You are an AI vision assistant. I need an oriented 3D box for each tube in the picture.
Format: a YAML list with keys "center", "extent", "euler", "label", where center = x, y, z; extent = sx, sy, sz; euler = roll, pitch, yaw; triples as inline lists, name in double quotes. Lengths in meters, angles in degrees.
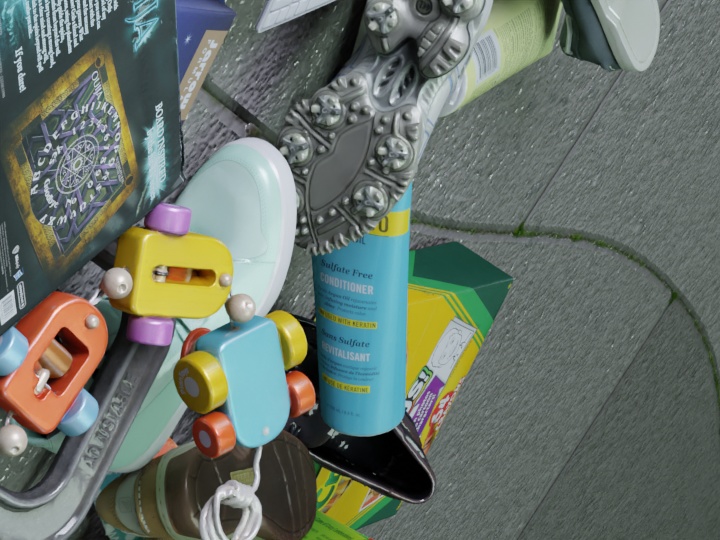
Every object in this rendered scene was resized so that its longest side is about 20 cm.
- center: [0.000, 0.000, 1.508]
  extent: [0.050, 0.077, 0.201]
  euler: [-49, 144, -51]
  label: "tube"
- center: [0.085, -0.146, 1.621]
  extent: [0.058, 0.052, 0.200]
  euler: [-31, -178, 36]
  label: "tube"

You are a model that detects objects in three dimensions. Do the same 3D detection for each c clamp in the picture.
- center: [-0.171, 0.054, 1.275]
  extent: [0.171, 0.027, 0.201]
  euler: [45, 67, -38]
  label: "c clamp"

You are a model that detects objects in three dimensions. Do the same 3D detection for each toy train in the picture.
- center: [-0.109, 0.050, 1.289]
  extent: [0.200, 0.055, 0.151]
  euler: [42, 71, -42]
  label: "toy train"

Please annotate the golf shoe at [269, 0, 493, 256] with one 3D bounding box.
- center: [0.020, -0.096, 1.413]
  extent: [0.200, 0.078, 0.097]
  euler: [-56, 173, 24]
  label: "golf shoe"

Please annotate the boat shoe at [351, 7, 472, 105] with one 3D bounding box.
- center: [0.026, -0.116, 1.497]
  extent: [0.075, 0.062, 0.201]
  euler: [-14, 134, -62]
  label: "boat shoe"

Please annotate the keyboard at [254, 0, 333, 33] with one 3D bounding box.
- center: [0.010, -0.170, 1.357]
  extent: [0.200, 0.011, 0.056]
  euler: [-31, 149, -52]
  label: "keyboard"

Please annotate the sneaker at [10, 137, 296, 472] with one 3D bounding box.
- center: [-0.110, 0.016, 1.370]
  extent: [0.201, 0.074, 0.118]
  euler: [-61, 156, 6]
  label: "sneaker"

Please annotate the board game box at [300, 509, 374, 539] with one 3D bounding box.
- center: [-0.053, 0.191, 1.581]
  extent: [0.101, 0.048, 0.200]
  euler: [-26, -167, -15]
  label: "board game box"

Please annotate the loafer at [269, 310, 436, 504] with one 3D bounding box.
- center: [-0.016, 0.087, 1.605]
  extent: [0.072, 0.063, 0.200]
  euler: [-48, 137, 5]
  label: "loafer"

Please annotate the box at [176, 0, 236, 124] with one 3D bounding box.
- center: [-0.125, -0.081, 1.252]
  extent: [0.122, 0.032, 0.200]
  euler: [-63, 160, 14]
  label: "box"

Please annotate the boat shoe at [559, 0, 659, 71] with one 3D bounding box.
- center: [0.126, -0.200, 1.584]
  extent: [0.073, 0.062, 0.200]
  euler: [-61, 141, -32]
  label: "boat shoe"

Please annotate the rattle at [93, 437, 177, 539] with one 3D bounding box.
- center: [-0.126, 0.220, 1.546]
  extent: [0.130, 0.143, 0.200]
  euler: [21, 108, -50]
  label: "rattle"

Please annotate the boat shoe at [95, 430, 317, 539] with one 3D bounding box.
- center: [-0.090, 0.127, 1.512]
  extent: [0.200, 0.076, 0.072]
  euler: [18, 65, -67]
  label: "boat shoe"

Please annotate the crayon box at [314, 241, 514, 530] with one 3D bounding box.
- center: [0.006, 0.086, 1.752]
  extent: [0.172, 0.058, 0.201]
  euler: [-14, 133, -62]
  label: "crayon box"

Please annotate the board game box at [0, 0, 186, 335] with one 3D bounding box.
- center: [-0.134, -0.075, 1.158]
  extent: [0.135, 0.028, 0.201]
  euler: [-42, 152, -31]
  label: "board game box"
